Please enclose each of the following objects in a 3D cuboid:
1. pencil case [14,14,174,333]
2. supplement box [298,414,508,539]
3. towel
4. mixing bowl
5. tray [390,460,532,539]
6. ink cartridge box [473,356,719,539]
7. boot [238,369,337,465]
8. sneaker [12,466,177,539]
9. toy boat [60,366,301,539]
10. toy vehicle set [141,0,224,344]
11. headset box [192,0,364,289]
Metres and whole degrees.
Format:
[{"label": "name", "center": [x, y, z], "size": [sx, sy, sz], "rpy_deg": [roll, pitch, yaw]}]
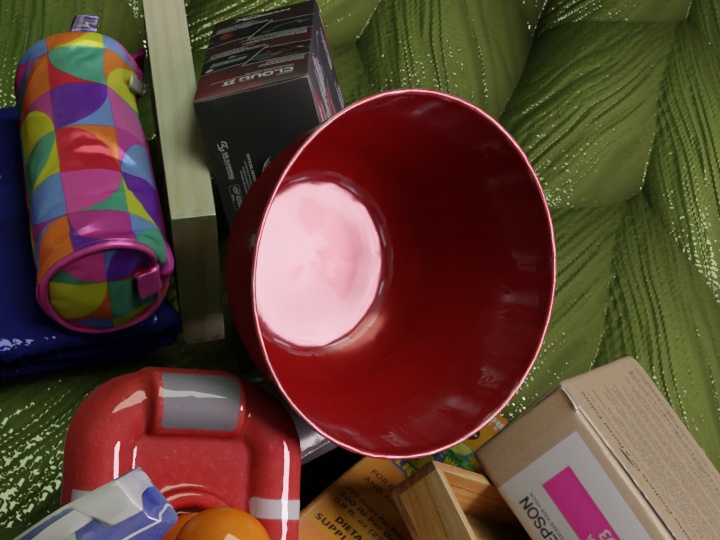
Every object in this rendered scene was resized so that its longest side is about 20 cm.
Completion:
[{"label": "pencil case", "center": [-0.161, -0.059, 1.190], "size": [0.088, 0.088, 0.200], "rpy_deg": [8, 47, -23]}, {"label": "supplement box", "center": [0.017, 0.143, 1.178], "size": [0.067, 0.069, 0.200], "rpy_deg": [42, 40, 9]}, {"label": "towel", "center": [-0.212, -0.017, 1.223], "size": [0.147, 0.050, 0.200], "rpy_deg": [-10, 53, -32]}, {"label": "mixing bowl", "center": [0.000, 0.000, 1.106], "size": [0.200, 0.108, 0.201], "rpy_deg": [-2, 94, -33]}, {"label": "tray", "center": [0.101, 0.175, 1.149], "size": [0.200, 0.037, 0.099], "rpy_deg": [22, 35, -53]}, {"label": "ink cartridge box", "center": [0.173, 0.157, 1.177], "size": [0.200, 0.075, 0.165], "rpy_deg": [56, 21, 11]}, {"label": "boot", "center": [-0.055, 0.072, 1.205], "size": [0.200, 0.073, 0.182], "rpy_deg": [-28, 25, -20]}, {"label": "sneaker", "center": [-0.152, 0.195, 0.970], "size": [0.115, 0.199, 0.081], "rpy_deg": [50, 9, 4]}, {"label": "toy boat", "center": [-0.084, 0.150, 1.023], "size": [0.130, 0.131, 0.201], "rpy_deg": [4, 84, -22]}, {"label": "toy vehicle set", "center": [-0.113, -0.070, 1.247], "size": [0.026, 0.124, 0.200], "rpy_deg": [-7, 52, -6]}, {"label": "headset box", "center": [-0.046, -0.069, 1.235], "size": [0.075, 0.149, 0.200], "rpy_deg": [-13, 22, 5]}]
